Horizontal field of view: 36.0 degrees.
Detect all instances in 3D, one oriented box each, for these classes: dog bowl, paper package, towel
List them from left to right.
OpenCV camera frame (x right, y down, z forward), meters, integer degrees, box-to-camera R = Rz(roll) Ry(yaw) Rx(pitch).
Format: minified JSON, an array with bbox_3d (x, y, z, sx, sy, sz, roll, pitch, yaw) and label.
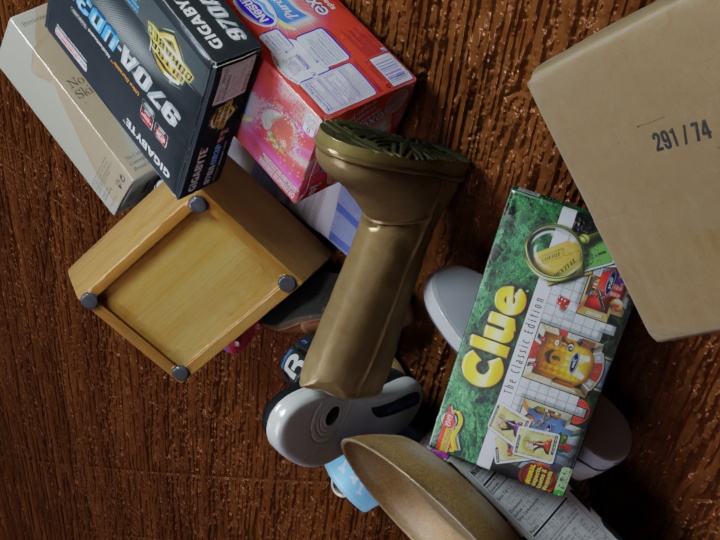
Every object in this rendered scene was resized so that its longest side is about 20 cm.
[{"bbox_3d":[-0.059,-0.106,0.975,0.200,0.024,0.147,40,143,19],"label":"towel"},{"bbox_3d":[0.058,0.203,1.009,0.200,0.111,0.050,38,109,2],"label":"dog bowl"},{"bbox_3d":[0.221,-0.071,0.606,0.200,0.103,0.191,-22,96,54],"label":"paper package"}]

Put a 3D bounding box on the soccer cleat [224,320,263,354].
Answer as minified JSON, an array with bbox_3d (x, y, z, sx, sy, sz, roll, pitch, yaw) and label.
[{"bbox_3d":[-0.137,-0.009,1.102,0.076,0.067,0.201,19,128,24],"label":"soccer cleat"}]

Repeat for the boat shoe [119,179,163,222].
[{"bbox_3d":[-0.212,-0.033,1.128,0.199,0.068,0.074,116,149,-70],"label":"boat shoe"}]

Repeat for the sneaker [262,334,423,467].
[{"bbox_3d":[-0.043,0.104,0.940,0.112,0.200,0.073,30,104,31],"label":"sneaker"}]

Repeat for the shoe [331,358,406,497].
[{"bbox_3d":[0.005,0.154,1.087,0.070,0.053,0.200,36,140,24],"label":"shoe"}]

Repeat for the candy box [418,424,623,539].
[{"bbox_3d":[0.137,0.204,0.900,0.200,0.061,0.136,46,164,0],"label":"candy box"}]

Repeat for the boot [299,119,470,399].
[{"bbox_3d":[0.000,0.000,0.810,0.066,0.175,0.201,31,106,34],"label":"boot"}]

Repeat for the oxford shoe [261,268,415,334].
[{"bbox_3d":[-0.025,0.040,1.023,0.071,0.071,0.200,42,155,-25],"label":"oxford shoe"}]

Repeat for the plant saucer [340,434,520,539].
[{"bbox_3d":[0.067,0.193,0.870,0.200,0.035,0.200,41,162,16],"label":"plant saucer"}]

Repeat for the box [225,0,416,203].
[{"bbox_3d":[-0.065,-0.164,0.857,0.200,0.100,0.096,48,144,18],"label":"box"}]

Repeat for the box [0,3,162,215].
[{"bbox_3d":[-0.260,-0.167,1.096,0.200,0.095,0.078,51,144,3],"label":"box"}]

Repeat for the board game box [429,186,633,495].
[{"bbox_3d":[0.125,0.052,0.780,0.104,0.023,0.201,19,107,12],"label":"board game box"}]

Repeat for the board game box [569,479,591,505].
[{"bbox_3d":[0.135,0.107,0.927,0.104,0.023,0.201,14,127,39],"label":"board game box"}]

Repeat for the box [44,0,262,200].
[{"bbox_3d":[-0.164,-0.179,0.844,0.200,0.046,0.159,52,146,15],"label":"box"}]

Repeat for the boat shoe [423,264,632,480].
[{"bbox_3d":[0.117,0.083,0.858,0.200,0.071,0.070,43,140,5],"label":"boat shoe"}]

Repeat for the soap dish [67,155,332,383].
[{"bbox_3d":[-0.151,0.001,1.016,0.200,0.081,0.157,-39,111,22],"label":"soap dish"}]
